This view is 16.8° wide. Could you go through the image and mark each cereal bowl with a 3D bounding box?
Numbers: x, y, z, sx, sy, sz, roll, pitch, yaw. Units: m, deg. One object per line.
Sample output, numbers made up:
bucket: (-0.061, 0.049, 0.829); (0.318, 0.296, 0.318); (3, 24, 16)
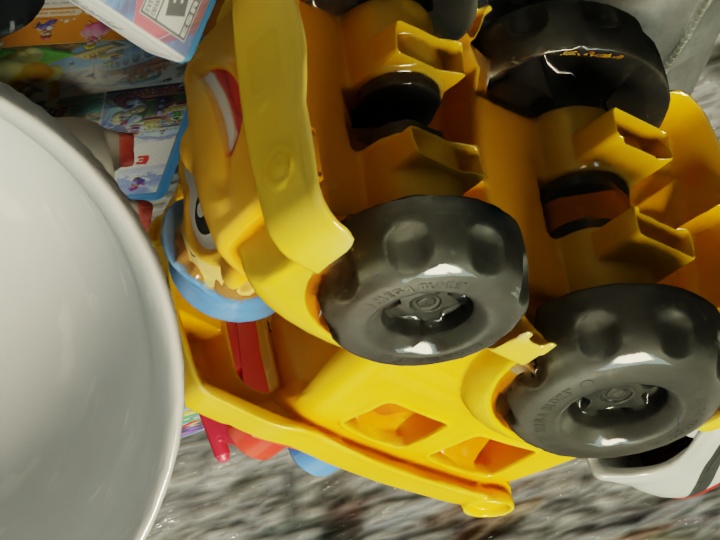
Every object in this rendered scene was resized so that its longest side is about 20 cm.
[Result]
cereal bowl: (-0.153, 0.027, 0.727); (0.199, 0.201, 0.083); (-21, -168, -2)

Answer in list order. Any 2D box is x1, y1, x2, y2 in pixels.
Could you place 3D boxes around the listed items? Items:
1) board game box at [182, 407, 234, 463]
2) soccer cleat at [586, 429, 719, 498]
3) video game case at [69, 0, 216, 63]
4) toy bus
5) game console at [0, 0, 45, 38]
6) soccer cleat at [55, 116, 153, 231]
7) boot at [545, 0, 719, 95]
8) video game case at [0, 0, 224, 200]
board game box: (-0.006, 0.051, 0.991); (0.199, 0.039, 0.158); (-19, 170, -7)
soccer cleat: (0.186, 0.045, 1.132); (0.085, 0.069, 0.200); (5, 145, -44)
video game case: (-0.069, -0.150, 0.609); (0.200, 0.018, 0.144); (30, 81, -61)
toy bus: (0.000, 0.000, 0.767); (0.200, 0.136, 0.192); (22, 138, -39)
game console: (-0.138, -0.129, 0.549); (0.116, 0.177, 0.200); (-14, -172, 42)
soccer cleat: (-0.126, 0.023, 0.843); (0.077, 0.069, 0.200); (-3, 138, -20)
boot: (0.070, -0.078, 0.865); (0.181, 0.073, 0.200); (-7, 152, -35)
video game case: (-0.108, -0.084, 0.777); (0.143, 0.018, 0.200); (-7, 146, -25)
